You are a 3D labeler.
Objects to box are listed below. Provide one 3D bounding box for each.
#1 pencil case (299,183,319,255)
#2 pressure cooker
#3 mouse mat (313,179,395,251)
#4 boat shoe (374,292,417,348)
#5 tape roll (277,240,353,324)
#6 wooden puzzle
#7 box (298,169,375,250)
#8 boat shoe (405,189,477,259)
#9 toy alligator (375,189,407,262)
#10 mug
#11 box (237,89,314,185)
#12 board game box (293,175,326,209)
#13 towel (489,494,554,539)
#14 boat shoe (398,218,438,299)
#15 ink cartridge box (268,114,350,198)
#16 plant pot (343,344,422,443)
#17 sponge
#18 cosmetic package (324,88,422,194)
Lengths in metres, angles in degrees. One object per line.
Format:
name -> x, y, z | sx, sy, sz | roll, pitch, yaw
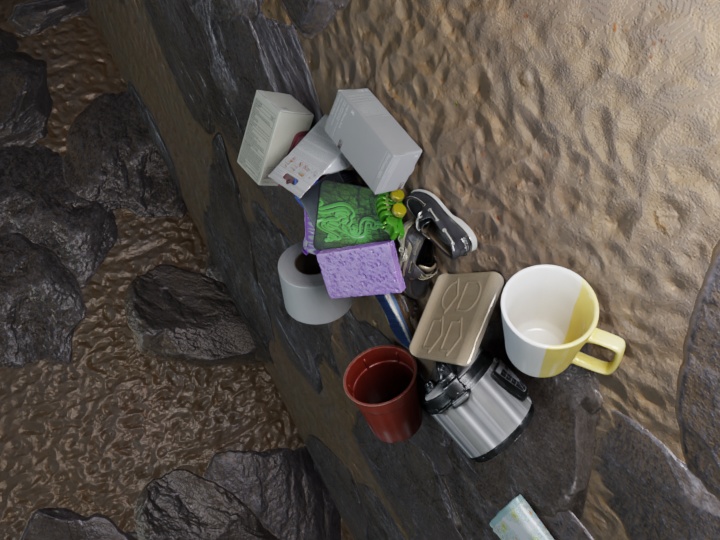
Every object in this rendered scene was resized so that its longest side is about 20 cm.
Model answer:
pencil case -> -0.117, -0.128, 1.737 | 0.084, 0.085, 0.202 | 51, 153, 35
pressure cooker -> 0.220, 0.250, 1.327 | 0.200, 0.178, 0.176 | 48, 148, 2
mouse mat -> -0.010, -0.108, 1.494 | 0.197, 0.008, 0.164 | 13, 102, 22
boat shoe -> 0.098, 0.090, 1.600 | 0.072, 0.072, 0.202 | 1, 120, 64
tape roll -> -0.121, 0.028, 1.849 | 0.203, 0.201, 0.141 | 43, 151, 40
wooden puzzle -> 0.191, 0.095, 1.315 | 0.046, 0.187, 0.199 | 28, 168, -24
box -> -0.037, -0.118, 1.565 | 0.202, 0.121, 0.106 | 62, -158, 5
boat shoe -> 0.144, -0.090, 1.320 | 0.200, 0.060, 0.075 | 47, 155, 35
toy alligator -> 0.061, -0.104, 1.380 | 0.060, 0.053, 0.202 | 117, 156, -49
mug -> 0.305, 0.109, 1.083 | 0.188, 0.148, 0.154 | 56, 165, 33
box -> -0.216, -0.331, 1.696 | 0.128, 0.108, 0.202 | 45, 125, 36
board game box -> -0.128, -0.234, 1.784 | 0.135, 0.044, 0.202 | 49, 154, 32
towel -> 0.390, 0.627, 1.572 | 0.172, 0.048, 0.201 | 50, 154, 23
boat shoe -> 0.124, -0.012, 1.432 | 0.073, 0.074, 0.202 | 40, 149, 44
ink cartridge box -> -0.093, -0.247, 1.500 | 0.161, 0.201, 0.050 | 36, 174, 48
plant pot -> 0.075, 0.339, 1.789 | 0.200, 0.200, 0.197 | 37, 154, 47
sponge -> 0.000, 0.000, 1.478 | 0.198, 0.030, 0.113 | -7, 109, 35
cosmetic package -> 0.022, -0.261, 1.348 | 0.201, 0.089, 0.107 | 54, 138, 27
